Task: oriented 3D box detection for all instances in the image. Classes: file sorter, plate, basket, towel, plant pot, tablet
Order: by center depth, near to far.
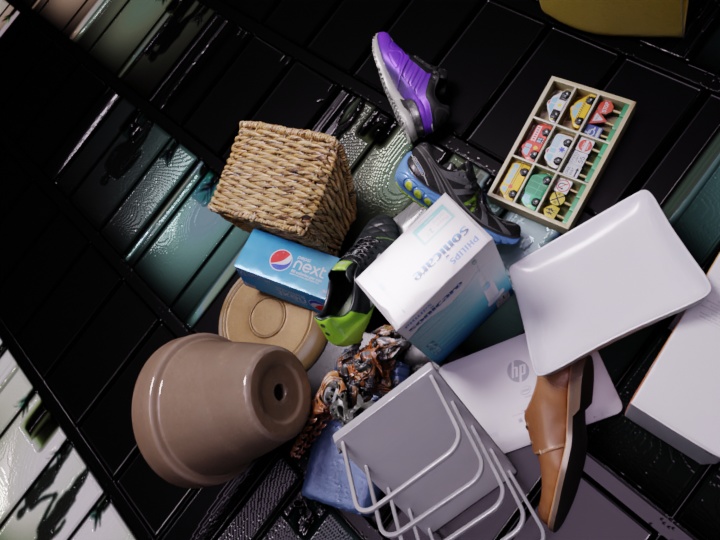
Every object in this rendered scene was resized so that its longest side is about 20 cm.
[{"bbox_3d":[0.089,0.237,0.640,0.138,0.201,0.125,-37,26,6],"label":"file sorter"},{"bbox_3d":[0.280,0.016,0.692,0.199,0.032,0.201,-34,29,25],"label":"plate"},{"bbox_3d":[0.208,0.148,0.746,0.198,0.014,0.132,-24,65,12],"label":"tablet"},{"bbox_3d":[-0.160,0.171,0.757,0.173,0.199,0.204,-17,65,35],"label":"plant pot"},{"bbox_3d":[-0.002,0.212,0.788,0.110,0.049,0.203,11,76,25],"label":"towel"},{"bbox_3d":[0.343,-0.451,0.810,0.197,0.195,0.197,6,74,33],"label":"plant pot"},{"bbox_3d":[-0.100,-0.118,0.887,0.198,0.142,0.151,15,80,31],"label":"basket"},{"bbox_3d":[-0.138,0.073,0.903,0.197,0.027,0.203,-8,69,20],"label":"plant pot"}]

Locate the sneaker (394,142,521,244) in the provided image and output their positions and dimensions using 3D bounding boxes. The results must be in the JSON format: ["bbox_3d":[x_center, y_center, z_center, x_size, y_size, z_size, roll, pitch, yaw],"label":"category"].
[{"bbox_3d":[0.139,-0.096,0.770,0.198,0.071,0.083,32,87,-17],"label":"sneaker"}]

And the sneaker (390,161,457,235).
[{"bbox_3d":[0.078,-0.071,0.843,0.079,0.074,0.202,29,84,32],"label":"sneaker"}]

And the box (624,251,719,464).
[{"bbox_3d":[0.381,0.093,0.634,0.097,0.124,0.201,31,85,28],"label":"box"}]

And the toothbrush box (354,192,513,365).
[{"bbox_3d":[0.100,0.021,0.729,0.146,0.200,0.085,-44,63,3],"label":"toothbrush box"}]

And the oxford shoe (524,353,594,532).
[{"bbox_3d":[0.225,0.196,0.691,0.070,0.071,0.204,4,81,35],"label":"oxford shoe"}]

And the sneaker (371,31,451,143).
[{"bbox_3d":[0.086,-0.298,0.925,0.098,0.070,0.203,-21,69,6],"label":"sneaker"}]

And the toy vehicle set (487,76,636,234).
[{"bbox_3d":[0.277,-0.162,0.818,0.123,0.027,0.202,27,83,27],"label":"toy vehicle set"}]

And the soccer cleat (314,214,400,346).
[{"bbox_3d":[0.000,0.000,0.762,0.067,0.081,0.202,2,57,32],"label":"soccer cleat"}]

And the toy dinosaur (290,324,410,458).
[{"bbox_3d":[-0.007,0.163,0.743,0.202,0.101,0.136,-62,37,18],"label":"toy dinosaur"}]

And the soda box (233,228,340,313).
[{"bbox_3d":[-0.077,0.011,0.852,0.197,0.064,0.069,19,66,14],"label":"soda box"}]
